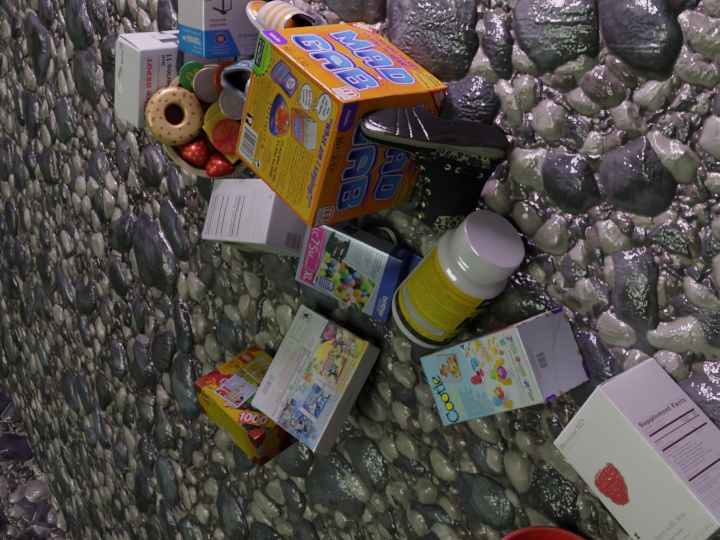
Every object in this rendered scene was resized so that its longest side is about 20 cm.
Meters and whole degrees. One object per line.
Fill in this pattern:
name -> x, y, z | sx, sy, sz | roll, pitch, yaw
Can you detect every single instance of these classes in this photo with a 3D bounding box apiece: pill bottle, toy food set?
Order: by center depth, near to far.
pill bottle -> 0.135, 0.013, 1.322 | 0.115, 0.113, 0.200 | 58, 139, 18
toy food set -> -0.256, -0.263, 1.648 | 0.200, 0.198, 0.049 | 49, 172, -10

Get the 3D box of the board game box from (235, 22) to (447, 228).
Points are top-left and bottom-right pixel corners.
board game box -> -0.033, -0.216, 1.376 | 0.200, 0.198, 0.202 | 44, 133, 32

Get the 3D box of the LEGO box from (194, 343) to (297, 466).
LEGO box -> -0.189, 0.246, 1.758 | 0.199, 0.148, 0.078 | 33, 142, 39

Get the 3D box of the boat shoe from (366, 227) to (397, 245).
boat shoe -> -0.016, -0.016, 1.535 | 0.199, 0.061, 0.074 | -22, 83, 50

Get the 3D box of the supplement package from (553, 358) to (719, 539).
supplement package -> 0.353, 0.230, 1.128 | 0.201, 0.119, 0.122 | 51, 137, 26

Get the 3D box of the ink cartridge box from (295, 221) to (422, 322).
ink cartridge box -> 0.000, 0.000, 1.479 | 0.198, 0.042, 0.121 | 23, 123, 12

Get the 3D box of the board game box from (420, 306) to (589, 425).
board game box -> 0.194, 0.134, 1.301 | 0.199, 0.102, 0.106 | -25, 84, 51

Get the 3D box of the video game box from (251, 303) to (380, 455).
video game box -> -0.078, 0.182, 1.619 | 0.181, 0.047, 0.202 | 27, 90, 44

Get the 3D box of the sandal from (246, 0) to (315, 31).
sandal -> -0.096, -0.377, 1.503 | 0.207, 0.079, 0.060 | 46, 133, 18

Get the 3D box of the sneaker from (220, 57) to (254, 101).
sneaker -> -0.149, -0.285, 1.559 | 0.198, 0.095, 0.080 | 27, 118, 26

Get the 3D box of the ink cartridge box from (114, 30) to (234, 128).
ink cartridge box -> -0.330, -0.344, 1.691 | 0.083, 0.198, 0.149 | 35, 128, 39

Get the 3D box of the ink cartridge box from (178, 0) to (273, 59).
ink cartridge box -> -0.219, -0.461, 1.560 | 0.084, 0.145, 0.203 | 27, 123, 43

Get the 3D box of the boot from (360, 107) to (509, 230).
boot -> 0.086, -0.131, 1.284 | 0.074, 0.200, 0.155 | -96, 17, -48

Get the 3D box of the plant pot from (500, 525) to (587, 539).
plant pot -> 0.248, 0.485, 1.304 | 0.200, 0.199, 0.179 | 43, 141, 32

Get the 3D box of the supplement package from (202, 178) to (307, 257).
supplement package -> -0.167, -0.090, 1.630 | 0.199, 0.113, 0.111 | 6, 82, 50
